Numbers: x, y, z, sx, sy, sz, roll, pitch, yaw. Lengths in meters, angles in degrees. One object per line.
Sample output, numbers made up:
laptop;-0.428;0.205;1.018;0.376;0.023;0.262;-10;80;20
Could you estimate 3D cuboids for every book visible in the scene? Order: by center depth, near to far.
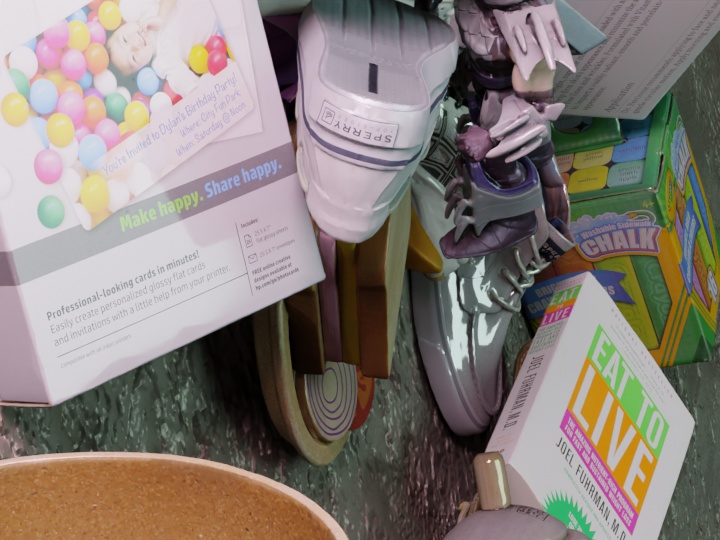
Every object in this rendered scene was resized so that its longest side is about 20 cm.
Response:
book;0.137;0.110;1.182;0.134;0.048;0.200;56;34;-20

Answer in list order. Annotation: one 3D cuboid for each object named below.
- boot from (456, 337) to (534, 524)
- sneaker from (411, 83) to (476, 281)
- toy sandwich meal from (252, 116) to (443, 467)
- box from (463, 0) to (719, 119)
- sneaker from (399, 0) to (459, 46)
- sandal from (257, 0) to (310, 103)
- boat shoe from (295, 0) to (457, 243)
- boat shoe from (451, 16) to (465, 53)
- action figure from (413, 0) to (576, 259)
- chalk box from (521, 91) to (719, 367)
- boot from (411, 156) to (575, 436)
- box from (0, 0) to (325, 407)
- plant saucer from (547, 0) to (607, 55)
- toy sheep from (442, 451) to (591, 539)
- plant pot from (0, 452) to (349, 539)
boot;0.112;0.135;1.234;0.154;0.071;0.202;14;69;-63
sneaker;0.038;-0.085;1.082;0.076;0.087;0.201;53;-8;39
toy sandwich meal;0.000;0.000;0.962;0.205;0.069;0.208;1;90;-77
box;0.151;-0.230;1.241;0.199;0.129;0.202;125;-36;-62
sneaker;0.021;-0.149;1.095;0.200;0.086;0.075;18;64;-66
sandal;-0.052;-0.096;0.908;0.202;0.082;0.050;-9;70;-56
boat shoe;-0.003;-0.071;0.843;0.200;0.073;0.067;-68;175;-69
boat shoe;0.049;-0.233;1.197;0.074;0.066;0.202;-51;129;-60
action figure;0.065;-0.093;0.945;0.201;0.069;0.131;82;2;-55
chalk box;0.172;-0.040;1.370;0.124;0.124;0.201;-71;144;-49
boot;0.084;-0.003;1.180;0.073;0.095;0.202;-10;92;-67
box;-0.100;-0.067;0.766;0.155;0.041;0.202;-24;105;-43
plant saucer;0.052;-0.182;1.106;0.199;0.070;0.019;34;80;-24
toy sheep;0.081;0.199;1.051;0.138;0.137;0.202;-27;107;-66
plant pot;-0.089;0.188;0.621;0.186;0.184;0.202;-44;136;-63
